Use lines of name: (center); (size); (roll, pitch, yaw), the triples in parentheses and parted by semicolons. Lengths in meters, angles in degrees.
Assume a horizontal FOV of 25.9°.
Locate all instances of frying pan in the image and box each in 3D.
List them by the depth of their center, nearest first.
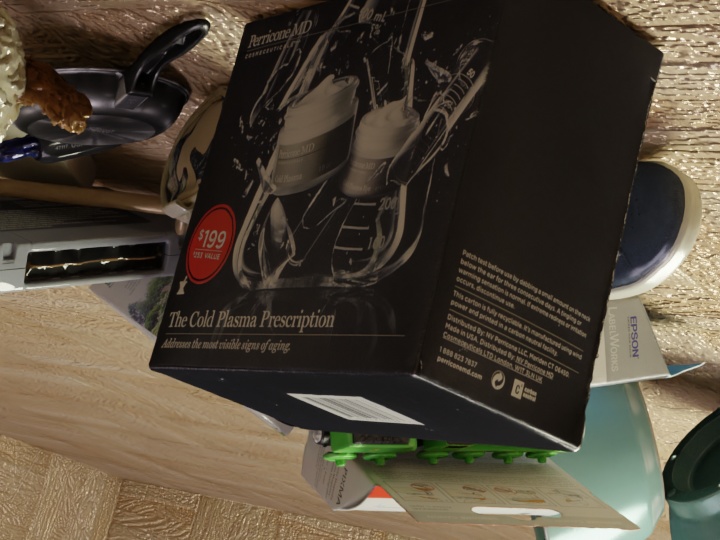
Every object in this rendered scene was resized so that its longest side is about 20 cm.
frying pan: (-0.125, -0.099, 0.884); (0.188, 0.031, 0.114); (-6, 170, 34)

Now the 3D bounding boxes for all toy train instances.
toy train: (0.062, 0.102, 1.014); (0.198, 0.042, 0.056); (3, 164, -30)

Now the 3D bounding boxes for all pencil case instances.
pencil case: (-0.028, -0.033, 0.923); (0.199, 0.091, 0.077); (26, 147, -35)

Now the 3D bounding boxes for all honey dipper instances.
honey dipper: (-0.175, -0.050, 1.055); (0.197, 0.039, 0.038); (8, 167, -9)

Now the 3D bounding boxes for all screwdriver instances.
screwdriver: (-0.233, -0.066, 0.938); (0.198, 0.028, 0.029); (-17, 152, -27)

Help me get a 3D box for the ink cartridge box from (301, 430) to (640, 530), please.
ink cartridge box: (0.066, 0.151, 1.040); (0.160, 0.058, 0.200); (5, -164, -22)

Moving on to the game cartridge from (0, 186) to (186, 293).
game cartridge: (-0.219, -0.026, 1.070); (0.132, 0.042, 0.199); (17, -165, 38)

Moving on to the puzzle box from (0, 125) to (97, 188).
puzzle box: (-0.256, -0.103, 1.026); (0.131, 0.026, 0.200); (14, 166, 6)

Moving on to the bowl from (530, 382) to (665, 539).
bowl: (0.182, 0.151, 1.265); (0.104, 0.203, 0.201); (-12, 164, 2)

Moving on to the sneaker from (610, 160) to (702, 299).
sneaker: (0.088, -0.030, 0.841); (0.084, 0.076, 0.199); (20, 166, -37)

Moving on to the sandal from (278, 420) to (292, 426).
sandal: (-0.045, 0.028, 1.021); (0.043, 0.076, 0.202); (35, 146, 45)

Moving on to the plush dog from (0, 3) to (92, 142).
plush dog: (-0.243, -0.067, 0.768); (0.160, 0.172, 0.200); (39, 164, -6)

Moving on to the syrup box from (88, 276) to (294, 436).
syrup box: (-0.107, 0.034, 1.144); (0.199, 0.079, 0.081); (28, 169, 48)

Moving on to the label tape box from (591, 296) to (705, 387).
label tape box: (0.125, 0.051, 1.110); (0.198, 0.067, 0.143); (-5, -179, -37)

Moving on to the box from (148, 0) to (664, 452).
box: (0.016, -0.025, 0.714); (0.103, 0.184, 0.199); (26, 162, -36)

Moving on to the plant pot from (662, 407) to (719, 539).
plant pot: (0.325, 0.186, 1.252); (0.134, 0.201, 0.200); (47, 156, -14)
